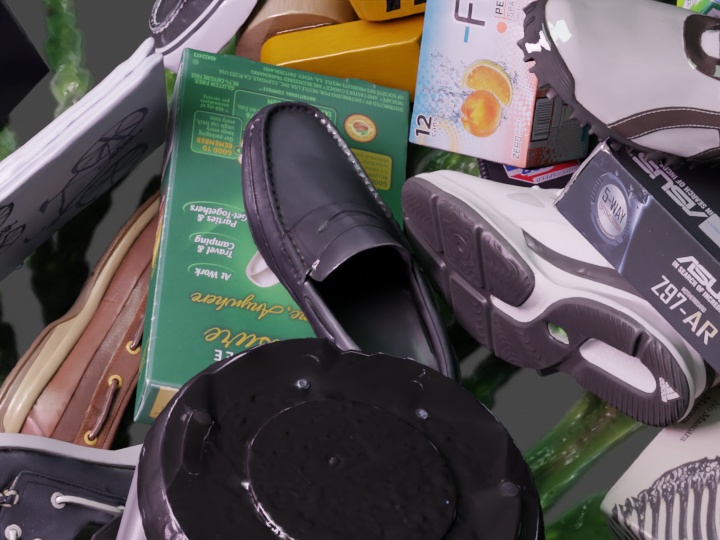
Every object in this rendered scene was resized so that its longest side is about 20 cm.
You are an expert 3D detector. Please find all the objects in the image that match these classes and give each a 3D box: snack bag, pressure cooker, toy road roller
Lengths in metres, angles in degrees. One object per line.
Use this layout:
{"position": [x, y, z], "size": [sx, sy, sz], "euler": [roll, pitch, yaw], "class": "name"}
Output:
{"position": [-0.172, -0.028, 1.345], "size": [0.200, 0.189, 0.021], "euler": [-42, 87, -8], "class": "snack bag"}
{"position": [-0.023, 0.152, 1.148], "size": [0.178, 0.200, 0.176], "euler": [6, 46, -14], "class": "pressure cooker"}
{"position": [0.019, -0.174, 1.377], "size": [0.200, 0.146, 0.123], "euler": [-11, 54, 16], "class": "toy road roller"}

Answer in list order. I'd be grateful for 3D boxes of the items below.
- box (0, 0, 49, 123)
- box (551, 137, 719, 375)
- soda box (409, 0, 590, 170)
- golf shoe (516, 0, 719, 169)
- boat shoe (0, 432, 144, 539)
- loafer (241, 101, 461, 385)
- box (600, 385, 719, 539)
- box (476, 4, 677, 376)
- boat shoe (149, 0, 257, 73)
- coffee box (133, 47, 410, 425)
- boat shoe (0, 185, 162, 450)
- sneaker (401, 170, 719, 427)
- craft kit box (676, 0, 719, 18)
{"position": [-0.316, -0.112, 1.494], "size": [0.200, 0.117, 0.197], "euler": [33, 75, 35], "class": "box"}
{"position": [0.201, -0.001, 1.148], "size": [0.200, 0.044, 0.160], "euler": [47, 45, 11], "class": "box"}
{"position": [0.077, -0.151, 1.264], "size": [0.068, 0.064, 0.200], "euler": [15, 104, 31], "class": "soda box"}
{"position": [0.164, -0.082, 1.096], "size": [0.200, 0.095, 0.078], "euler": [19, 47, -15], "class": "golf shoe"}
{"position": [-0.142, 0.116, 1.233], "size": [0.076, 0.200, 0.060], "euler": [-50, 51, 44], "class": "boat shoe"}
{"position": [0.000, 0.000, 1.258], "size": [0.068, 0.070, 0.201], "euler": [-11, 63, -24], "class": "loafer"}
{"position": [0.203, 0.135, 1.140], "size": [0.200, 0.068, 0.082], "euler": [31, 72, 36], "class": "box"}
{"position": [0.159, -0.052, 1.300], "size": [0.200, 0.044, 0.160], "euler": [-18, 53, 11], "class": "box"}
{"position": [-0.067, -0.193, 1.377], "size": [0.199, 0.068, 0.074], "euler": [-55, 29, 25], "class": "boat shoe"}
{"position": [-0.041, -0.009, 1.321], "size": [0.123, 0.044, 0.200], "euler": [10, 56, -12], "class": "coffee box"}
{"position": [-0.111, 0.028, 1.354], "size": [0.068, 0.072, 0.200], "euler": [34, 63, 2], "class": "boat shoe"}
{"position": [0.115, -0.007, 1.232], "size": [0.115, 0.076, 0.200], "euler": [-31, 42, -26], "class": "sneaker"}
{"position": [0.244, -0.138, 1.214], "size": [0.200, 0.049, 0.198], "euler": [25, 54, -12], "class": "craft kit box"}
